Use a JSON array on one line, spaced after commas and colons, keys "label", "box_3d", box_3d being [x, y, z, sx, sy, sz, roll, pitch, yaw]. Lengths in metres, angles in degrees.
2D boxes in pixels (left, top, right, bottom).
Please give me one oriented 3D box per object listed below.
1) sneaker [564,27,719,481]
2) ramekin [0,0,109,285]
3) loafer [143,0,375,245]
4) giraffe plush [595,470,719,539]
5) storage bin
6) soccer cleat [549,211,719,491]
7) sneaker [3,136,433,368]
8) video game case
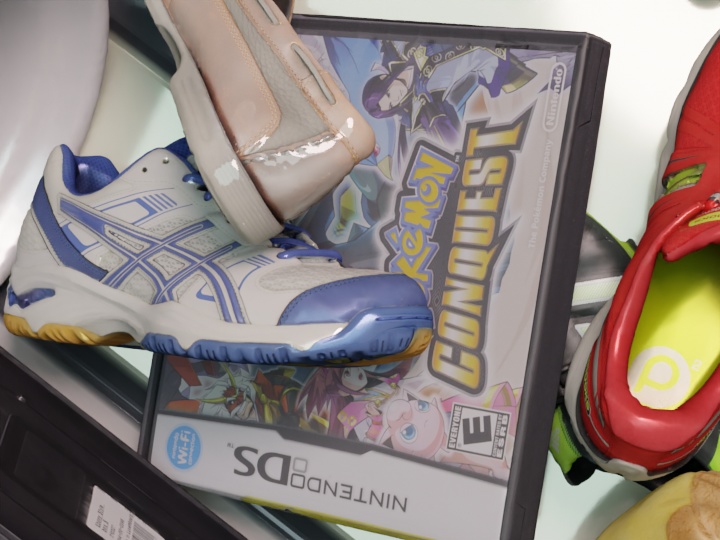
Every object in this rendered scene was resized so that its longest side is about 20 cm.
[{"label": "sneaker", "box_3d": [0.139, -0.015, 0.717, 0.077, 0.085, 0.200, 22, 82, 4]}, {"label": "ramekin", "box_3d": [-0.194, -0.062, 0.759, 0.098, 0.200, 0.201, 29, 91, 15]}, {"label": "loafer", "box_3d": [-0.043, -0.092, 0.757, 0.063, 0.072, 0.200, -27, 47, 7]}, {"label": "giraffe plush", "box_3d": [0.103, 0.181, 0.705, 0.200, 0.162, 0.173, 7, 119, 11]}, {"label": "storage bin", "box_3d": [-0.120, 0.125, 0.741, 0.200, 0.135, 0.094, 39, 103, -14]}, {"label": "soccer cleat", "box_3d": [0.088, 0.032, 0.779, 0.200, 0.068, 0.081, 42, 64, 5]}, {"label": "sneaker", "box_3d": [-0.060, -0.009, 0.760, 0.200, 0.075, 0.088, 6, 87, 33]}, {"label": "video game case", "box_3d": [0.000, 0.000, 0.779, 0.181, 0.025, 0.200, 9, 89, 34]}]
